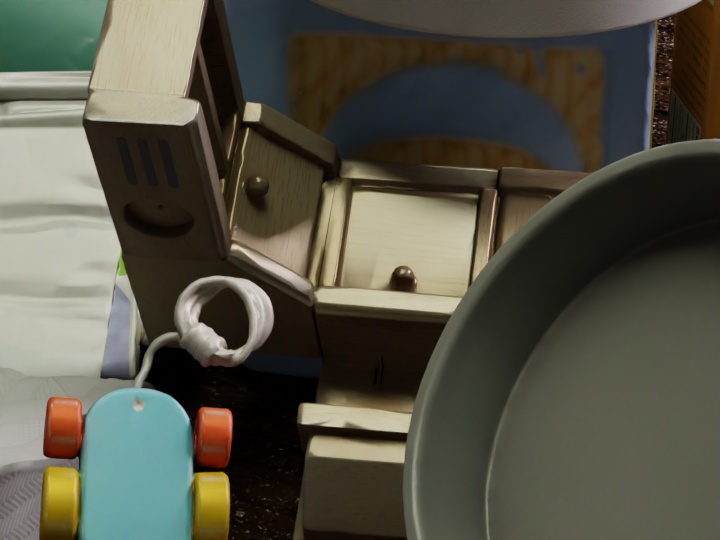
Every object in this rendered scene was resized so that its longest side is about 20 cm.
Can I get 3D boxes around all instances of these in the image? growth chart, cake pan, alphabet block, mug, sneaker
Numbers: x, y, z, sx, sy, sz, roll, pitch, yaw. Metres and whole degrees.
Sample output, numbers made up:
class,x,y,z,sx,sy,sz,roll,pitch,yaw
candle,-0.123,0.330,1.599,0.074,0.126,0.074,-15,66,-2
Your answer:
class,x,y,z,sx,sy,sz,roll,pitch,yaw
growth chart,-0.136,-0.010,1.139,0.144,0.018,0.201,8,63,8
cake pan,0.102,0.053,0.853,0.037,0.201,0.200,33,1,-41
alphabet block,0.045,-0.076,1.189,0.194,0.198,0.200,4,26,5
mug,-0.128,-0.097,1.249,0.114,0.185,0.153,17,71,15
sneaker,-0.172,0.090,1.003,0.115,0.074,0.200,8,18,20

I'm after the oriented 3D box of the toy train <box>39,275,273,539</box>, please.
class,x,y,z,sx,sy,sz,roll,pitch,yaw
toy train,-0.030,0.108,0.927,0.150,0.056,0.200,-35,76,-22

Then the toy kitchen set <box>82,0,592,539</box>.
class,x,y,z,sx,sy,sz,roll,pitch,yaw
toy kitchen set,0.000,0.000,0.988,0.198,0.181,0.164,4,60,8

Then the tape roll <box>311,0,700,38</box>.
class,x,y,z,sx,sy,sz,roll,pitch,yaw
tape roll,0.059,-0.196,1.055,0.201,0.140,0.203,1,26,0

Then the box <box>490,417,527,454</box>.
class,x,y,z,sx,sy,sz,roll,pitch,yaw
box,0.152,0.102,0.946,0.199,0.096,0.078,12,28,20

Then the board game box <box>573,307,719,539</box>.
class,x,y,z,sx,sy,sz,roll,pitch,yaw
board game box,0.122,0.106,0.847,0.104,0.023,0.201,-22,53,31

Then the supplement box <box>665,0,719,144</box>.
class,x,y,z,sx,sy,sz,roll,pitch,yaw
supplement box,0.190,-0.096,1.224,0.066,0.201,0.069,-5,30,-10
